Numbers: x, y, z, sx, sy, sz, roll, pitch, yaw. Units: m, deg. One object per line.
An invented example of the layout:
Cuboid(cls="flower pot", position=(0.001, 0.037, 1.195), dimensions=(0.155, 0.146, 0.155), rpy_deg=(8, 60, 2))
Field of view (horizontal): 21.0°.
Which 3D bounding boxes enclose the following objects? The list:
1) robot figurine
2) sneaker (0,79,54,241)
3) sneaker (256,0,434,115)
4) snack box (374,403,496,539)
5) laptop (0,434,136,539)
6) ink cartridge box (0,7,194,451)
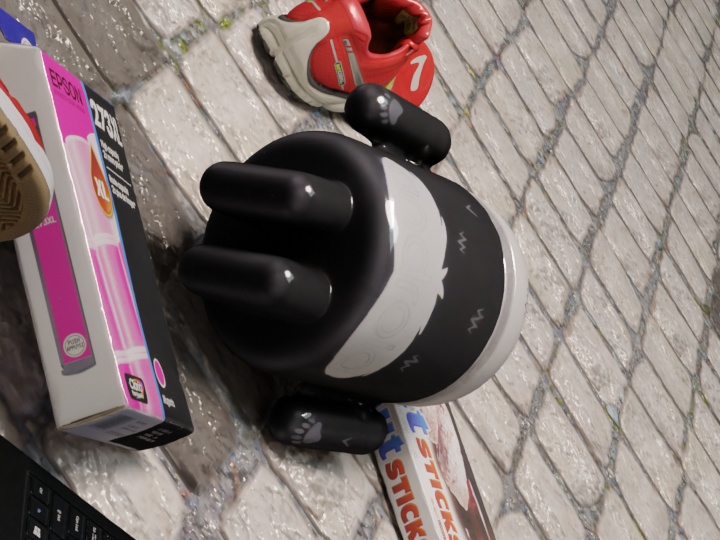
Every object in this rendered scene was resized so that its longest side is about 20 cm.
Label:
Cuboid(cls="robot figurine", position=(-0.002, 0.001, 0.979), dimensions=(0.200, 0.150, 0.125), rpy_deg=(19, 32, -51))
Cuboid(cls="sneaker", position=(-0.176, -0.105, 0.691), dimensions=(0.200, 0.071, 0.113), rpy_deg=(47, 30, -29))
Cuboid(cls="sneaker", position=(0.014, -0.140, 1.243), dimensions=(0.077, 0.085, 0.200), rpy_deg=(65, 22, 8))
Cuboid(cls="snack box", position=(0.027, 0.081, 1.084), dimensions=(0.072, 0.024, 0.200), rpy_deg=(22, 44, -56))
Cuboid(cls="laptop", position=(-0.060, 0.143, 0.708), dimensions=(0.200, 0.103, 0.178), rpy_deg=(45, 26, -35))
Cuboid(cls="ink cartridge box", position=(-0.120, -0.026, 0.817), dimensions=(0.095, 0.037, 0.200), rpy_deg=(40, 32, -75))
